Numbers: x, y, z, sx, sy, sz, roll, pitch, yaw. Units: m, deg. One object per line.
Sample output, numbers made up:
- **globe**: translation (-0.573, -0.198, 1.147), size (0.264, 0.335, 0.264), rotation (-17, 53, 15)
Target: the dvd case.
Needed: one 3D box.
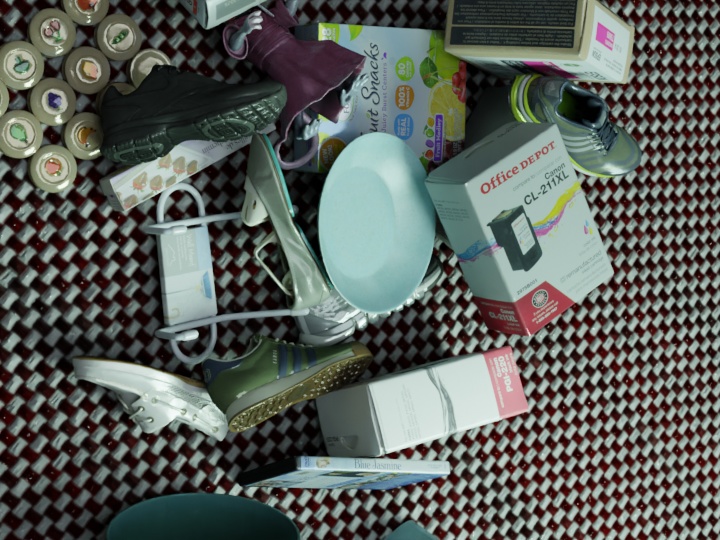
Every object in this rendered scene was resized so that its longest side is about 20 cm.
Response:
- **dvd case**: translation (-0.019, 0.230, 1.489), size (0.200, 0.143, 0.018), rotation (7, 72, -30)

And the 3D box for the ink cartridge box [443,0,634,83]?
- **ink cartridge box**: translation (0.209, -0.268, 1.520), size (0.200, 0.165, 0.075), rotation (5, 92, -64)

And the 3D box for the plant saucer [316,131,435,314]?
- **plant saucer**: translation (0.009, -0.052, 1.460), size (0.201, 0.039, 0.201), rotation (-2, 93, -49)

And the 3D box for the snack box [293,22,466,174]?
- **snack box**: translation (0.024, -0.195, 1.520), size (0.200, 0.068, 0.169), rotation (-3, 96, -28)

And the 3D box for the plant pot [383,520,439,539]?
- **plant pot**: translation (0.080, 0.444, 1.528), size (0.196, 0.200, 0.196), rotation (-35, 111, -22)

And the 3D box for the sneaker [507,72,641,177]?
- **sneaker**: translation (0.263, -0.165, 1.532), size (0.200, 0.081, 0.074), rotation (26, 80, -32)

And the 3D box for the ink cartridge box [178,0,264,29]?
- **ink cartridge box**: translation (-0.154, -0.354, 1.376), size (0.162, 0.200, 0.050), rotation (-32, 152, -24)

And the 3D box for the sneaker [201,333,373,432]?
- **sneaker**: translation (-0.084, 0.099, 1.436), size (0.200, 0.067, 0.090), rotation (-21, 62, -37)

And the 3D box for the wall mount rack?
- **wall mount rack**: translation (-0.148, 0.001, 1.434), size (0.174, 0.075, 0.200), rotation (-13, 102, -42)

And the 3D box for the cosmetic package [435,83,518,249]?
- **cosmetic package**: translation (0.164, -0.121, 1.585), size (0.090, 0.107, 0.200), rotation (38, 77, -28)

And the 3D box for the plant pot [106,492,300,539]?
- **plant pot**: translation (-0.169, 0.349, 1.387), size (0.200, 0.201, 0.161), rotation (-4, 107, -30)

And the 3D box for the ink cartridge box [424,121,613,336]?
- **ink cartridge box**: translation (0.181, -0.049, 1.493), size (0.146, 0.083, 0.200), rotation (-34, 112, -23)

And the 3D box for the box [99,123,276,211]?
- **box**: translation (-0.185, -0.126, 1.421), size (0.200, 0.041, 0.039), rotation (-32, 108, -23)

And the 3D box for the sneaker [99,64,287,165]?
- **sneaker**: translation (-0.175, -0.174, 1.344), size (0.200, 0.076, 0.091), rotation (-12, 74, 3)

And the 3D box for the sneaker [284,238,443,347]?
- **sneaker**: translation (0.000, 0.000, 1.520), size (0.200, 0.075, 0.116), rotation (-31, 106, -23)

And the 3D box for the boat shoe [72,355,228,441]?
- **boat shoe**: translation (-0.219, 0.140, 1.405), size (0.200, 0.071, 0.069), rotation (20, 83, -31)

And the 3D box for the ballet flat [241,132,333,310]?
- **ballet flat**: translation (-0.091, -0.047, 1.400), size (0.064, 0.067, 0.200), rotation (-25, 108, -5)

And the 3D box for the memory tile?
- **memory tile**: translation (-0.301, -0.192, 1.362), size (0.200, 0.017, 0.153), rotation (-49, 115, -18)

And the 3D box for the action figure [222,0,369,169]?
- **action figure**: translation (-0.088, -0.235, 1.424), size (0.200, 0.149, 0.134), rotation (43, 48, 17)

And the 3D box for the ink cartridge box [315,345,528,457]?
- **ink cartridge box**: translation (0.068, 0.153, 1.524), size (0.200, 0.146, 0.085), rotation (-14, 87, -29)
